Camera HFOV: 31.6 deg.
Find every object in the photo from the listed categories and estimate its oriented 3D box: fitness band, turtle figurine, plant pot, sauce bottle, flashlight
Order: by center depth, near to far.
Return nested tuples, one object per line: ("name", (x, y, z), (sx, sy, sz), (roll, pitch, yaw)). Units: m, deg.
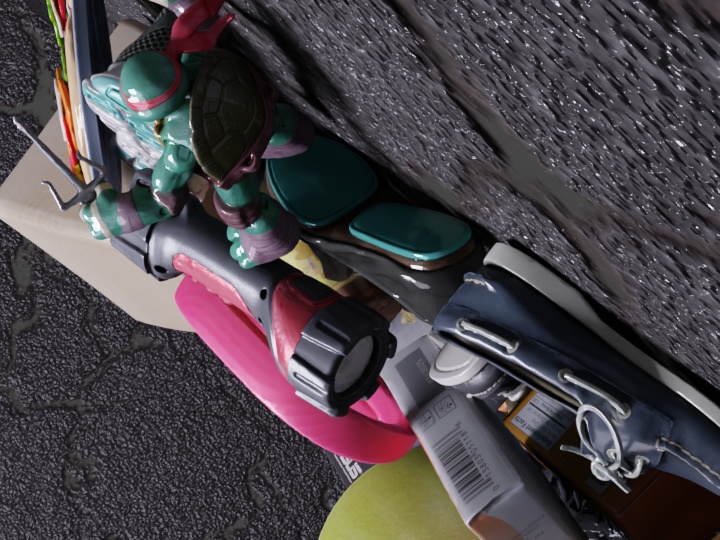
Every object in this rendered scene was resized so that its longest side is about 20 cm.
("turtle figurine", (-0.090, -0.077, 0.664), (0.101, 0.150, 0.200), (20, 172, 29))
("flashlight", (-0.072, 0.013, 0.778), (0.200, 0.068, 0.068), (29, 164, 30))
("sauce bottle", (-0.045, -0.043, 0.847), (0.200, 0.066, 0.066), (56, -177, 23))
("fitness band", (-0.045, 0.062, 0.859), (0.200, 0.037, 0.144), (41, -170, 34))
("plant pot", (0.080, 0.240, 0.872), (0.187, 0.187, 0.200), (42, 178, -19))
("plant pot", (-0.137, -0.060, 1.047), (0.177, 0.200, 0.200), (21, 164, 44))

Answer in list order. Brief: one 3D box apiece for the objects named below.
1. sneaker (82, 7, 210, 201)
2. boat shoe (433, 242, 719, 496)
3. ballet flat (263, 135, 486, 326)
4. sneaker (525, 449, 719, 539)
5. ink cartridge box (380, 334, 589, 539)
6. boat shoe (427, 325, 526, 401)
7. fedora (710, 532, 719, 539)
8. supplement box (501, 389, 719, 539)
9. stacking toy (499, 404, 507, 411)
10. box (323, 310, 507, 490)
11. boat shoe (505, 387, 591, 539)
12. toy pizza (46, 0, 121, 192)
("sneaker", (-0.114, -0.107, 0.819), (0.077, 0.091, 0.200), (32, 168, 2))
("boat shoe", (0.120, 0.065, 0.606), (0.200, 0.062, 0.075), (40, 175, 21))
("ballet flat", (0.003, -0.018, 0.749), (0.200, 0.068, 0.069), (39, 150, 51))
("sneaker", (0.187, 0.178, 0.991), (0.200, 0.076, 0.114), (14, 163, 8))
("ink cartridge box", (0.102, 0.153, 0.842), (0.200, 0.050, 0.162), (53, -177, -35))
("boat shoe", (0.081, 0.048, 0.765), (0.060, 0.074, 0.200), (41, 180, -2))
("fedora", (0.246, 0.204, 0.745), (0.200, 0.082, 0.201), (33, 170, 6))
("supplement box", (0.174, 0.133, 0.892), (0.067, 0.069, 0.200), (45, 179, -18))
("stacking toy", (0.086, 0.090, 1.228), (0.200, 0.110, 0.116), (30, -161, -31))
("box", (0.032, 0.091, 1.037), (0.048, 0.158, 0.200), (40, -176, -26))
("boat shoe", (0.182, 0.157, 1.097), (0.200, 0.069, 0.074), (64, -159, -22))
("toy pizza", (-0.194, -0.132, 0.890), (0.200, 0.032, 0.201), (175, 90, -84))
